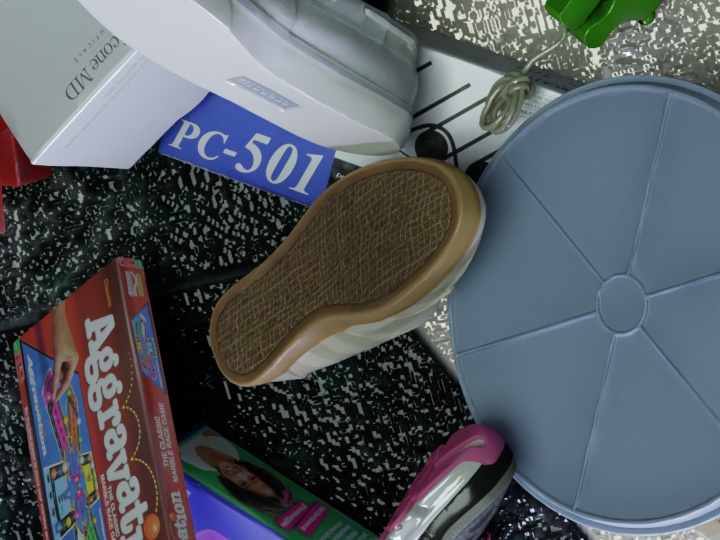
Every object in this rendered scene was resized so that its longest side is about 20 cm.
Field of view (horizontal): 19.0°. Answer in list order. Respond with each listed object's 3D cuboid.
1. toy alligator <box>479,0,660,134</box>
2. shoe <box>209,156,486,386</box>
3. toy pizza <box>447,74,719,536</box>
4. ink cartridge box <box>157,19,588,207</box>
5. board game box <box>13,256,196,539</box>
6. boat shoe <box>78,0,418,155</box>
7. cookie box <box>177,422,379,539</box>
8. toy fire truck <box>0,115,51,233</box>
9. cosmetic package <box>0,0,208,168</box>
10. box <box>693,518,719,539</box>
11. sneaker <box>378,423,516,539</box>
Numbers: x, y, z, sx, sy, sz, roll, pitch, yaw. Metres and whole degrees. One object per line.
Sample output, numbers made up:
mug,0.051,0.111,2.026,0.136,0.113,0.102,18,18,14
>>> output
toy alligator,0.125,-0.139,0.967,0.054,0.059,0.201,23,105,-33
shoe,0.000,0.000,1.015,0.200,0.053,0.071,-32,68,48
toy pizza,0.123,0.015,0.949,0.199,0.032,0.202,-1,89,40
ink cartridge box,0.007,-0.072,1.035,0.198,0.044,0.095,20,108,14
board game box,-0.127,0.106,1.075,0.103,0.019,0.202,-35,58,39
boat shoe,-0.044,-0.116,0.929,0.072,0.199,0.069,-5,66,50
cookie box,-0.046,0.206,1.109,0.199,0.075,0.172,31,110,9
toy fire truck,-0.229,-0.057,1.057,0.198,0.141,0.049,5,106,30
cosmetic package,-0.150,-0.157,1.024,0.108,0.085,0.201,-44,69,23
box,0.201,0.025,0.972,0.095,0.078,0.201,32,112,10
sneaker,0.039,0.161,0.991,0.087,0.074,0.201,28,117,7
